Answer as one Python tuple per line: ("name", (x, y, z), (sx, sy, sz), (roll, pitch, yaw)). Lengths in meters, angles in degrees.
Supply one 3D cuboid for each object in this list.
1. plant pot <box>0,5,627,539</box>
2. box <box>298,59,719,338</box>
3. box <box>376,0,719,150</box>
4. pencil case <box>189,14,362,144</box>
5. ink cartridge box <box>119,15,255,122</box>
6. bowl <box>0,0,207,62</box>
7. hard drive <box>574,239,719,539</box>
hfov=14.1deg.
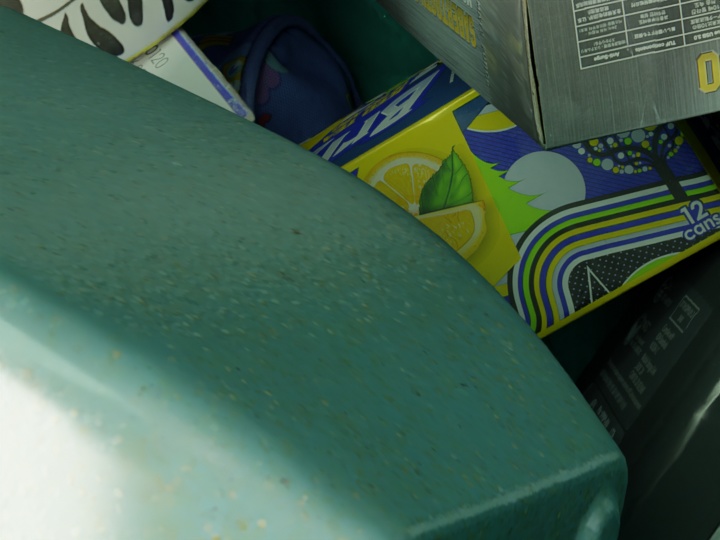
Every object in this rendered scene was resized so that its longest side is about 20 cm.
("plant pot", (-0.063, 0.065, 0.594), (0.200, 0.196, 0.196), (19, 103, 24))
("box", (0.000, 0.000, 0.778), (0.200, 0.064, 0.070), (-30, 102, 17))
("box", (0.110, -0.092, 0.697), (0.200, 0.158, 0.048), (-14, 112, -11))
("pencil case", (-0.095, -0.014, 0.874), (0.200, 0.078, 0.087), (-15, 45, 22))
("ink cartridge box", (-0.137, -0.016, 0.804), (0.200, 0.043, 0.198), (-34, 37, -3))
("bowl", (-0.120, -0.145, 0.771), (0.200, 0.094, 0.201), (-3, 58, 5))
("hard drive", (0.096, 0.016, 0.748), (0.033, 0.140, 0.200), (34, 96, -5))
